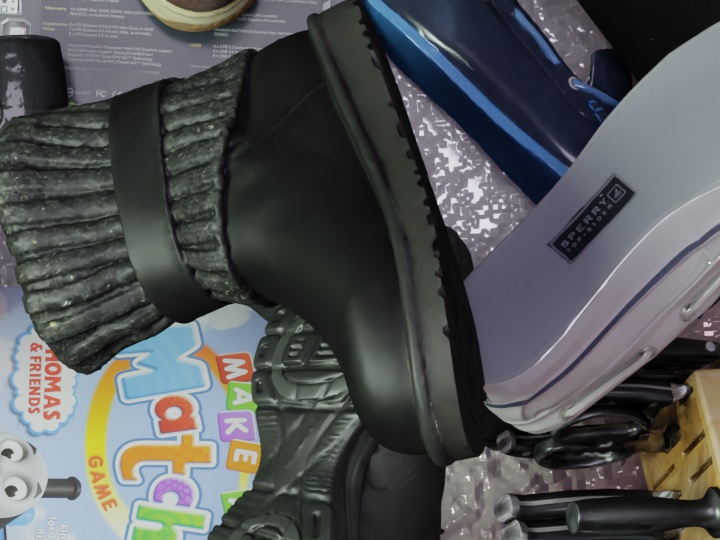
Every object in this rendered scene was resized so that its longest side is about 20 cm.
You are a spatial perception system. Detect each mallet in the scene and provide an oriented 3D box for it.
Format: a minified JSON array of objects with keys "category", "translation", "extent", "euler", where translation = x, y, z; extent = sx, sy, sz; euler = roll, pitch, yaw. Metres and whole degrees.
[{"category":"mallet","translation":[-0.184,-0.075,1.124],"extent":[0.041,0.200,0.066],"euler":[-9,74,37]}]

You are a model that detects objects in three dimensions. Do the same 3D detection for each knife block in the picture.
[{"category":"knife block","translation":[0.158,0.094,1.174],"extent":[0.200,0.064,0.176],"euler":[38,56,3]}]

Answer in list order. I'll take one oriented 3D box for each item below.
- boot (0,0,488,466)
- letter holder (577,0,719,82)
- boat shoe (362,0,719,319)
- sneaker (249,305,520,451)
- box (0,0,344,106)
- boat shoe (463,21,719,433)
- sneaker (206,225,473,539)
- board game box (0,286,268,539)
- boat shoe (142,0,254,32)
[{"category":"boot","translation":[-0.045,0.005,1.085],"extent":[0.157,0.080,0.212],"euler":[-21,48,4]},{"category":"letter holder","translation":[0.163,-0.147,1.199],"extent":[0.142,0.101,0.200],"euler":[-29,80,-40]},{"category":"boat shoe","translation":[0.087,-0.069,1.222],"extent":[0.069,0.084,0.200],"euler":[-43,87,-11]},{"category":"sneaker","translation":[0.000,0.000,1.189],"extent":[0.200,0.075,0.079],"euler":[33,117,-11]},{"category":"box","translation":[-0.101,-0.129,1.240],"extent":[0.199,0.051,0.159],"euler":[3,82,-1]},{"category":"boat shoe","translation":[0.116,-0.020,1.112],"extent":[0.200,0.065,0.074],"euler":[-40,50,5]},{"category":"sneaker","translation":[0.000,0.077,1.133],"extent":[0.076,0.091,0.201],"euler":[7,67,39]},{"category":"board game box","translation":[-0.133,0.075,1.183],"extent":[0.199,0.037,0.152],"euler":[0,54,-5]},{"category":"boat shoe","translation":[-0.101,-0.192,1.187],"extent":[0.072,0.072,0.201],"euler":[-26,81,-6]}]
